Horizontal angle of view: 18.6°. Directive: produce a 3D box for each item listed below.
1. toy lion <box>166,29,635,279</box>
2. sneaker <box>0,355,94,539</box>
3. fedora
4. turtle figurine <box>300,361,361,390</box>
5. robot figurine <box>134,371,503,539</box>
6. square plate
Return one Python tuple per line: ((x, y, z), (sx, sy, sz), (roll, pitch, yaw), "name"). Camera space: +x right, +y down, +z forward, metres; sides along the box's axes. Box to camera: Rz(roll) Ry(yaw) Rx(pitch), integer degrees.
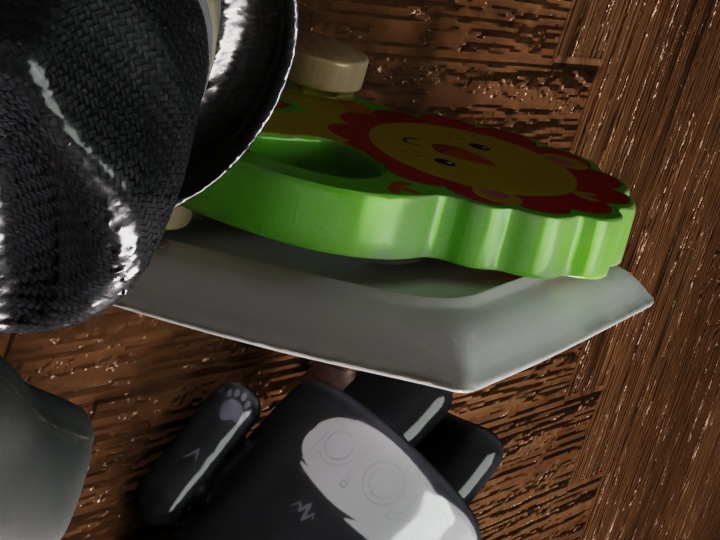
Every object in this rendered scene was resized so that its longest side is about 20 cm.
((0.013, -0.039, 0.917), (0.200, 0.191, 0.069), (-18, 126, -60), "toy lion")
((-0.175, 0.108, 0.728), (0.200, 0.075, 0.106), (-42, 150, 5), "sneaker")
((-0.105, -0.046, 0.657), (0.201, 0.200, 0.092), (77, 5, -54), "fedora")
((0.025, -0.003, 1.143), (0.162, 0.064, 0.200), (-64, 167, 13), "turtle figurine")
((-0.023, 0.135, 1.071), (0.200, 0.150, 0.125), (-48, 163, -11), "robot figurine")
((0.000, 0.000, 0.925), (0.200, 0.198, 0.029), (-18, 118, -61), "square plate")
